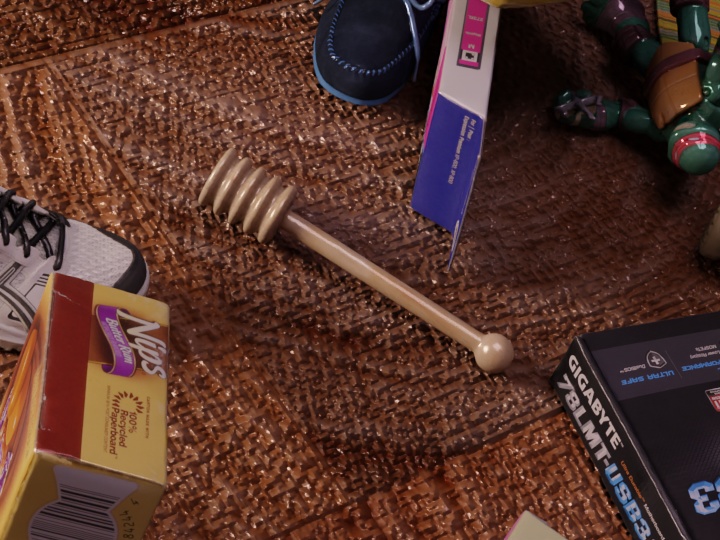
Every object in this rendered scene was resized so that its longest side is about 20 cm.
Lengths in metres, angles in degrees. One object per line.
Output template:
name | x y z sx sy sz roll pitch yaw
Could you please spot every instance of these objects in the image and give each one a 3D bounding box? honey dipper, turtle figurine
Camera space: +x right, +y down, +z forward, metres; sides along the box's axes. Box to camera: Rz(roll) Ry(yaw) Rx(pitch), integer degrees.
honey dipper | 0.000 0.000 1.065 0.199 0.038 0.038 33 45 0
turtle figurine | 0.198 -0.126 1.214 0.101 0.149 0.201 45 28 -38

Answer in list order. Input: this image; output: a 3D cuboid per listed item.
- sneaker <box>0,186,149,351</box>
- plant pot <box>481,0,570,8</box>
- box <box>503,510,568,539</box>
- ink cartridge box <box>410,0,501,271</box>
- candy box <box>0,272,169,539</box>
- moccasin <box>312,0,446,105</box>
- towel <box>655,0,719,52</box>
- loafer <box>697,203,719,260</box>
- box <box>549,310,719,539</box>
sneaker | -0.198 -0.018 0.951 0.198 0.088 0.076 9 46 -19
plant pot | 0.108 -0.294 1.126 0.194 0.202 0.194 -14 38 -38
box | 0.089 0.245 0.843 0.175 0.097 0.200 34 45 6
ink cartridge box | 0.060 -0.105 1.135 0.037 0.095 0.201 10 46 -2
candy box | -0.134 0.117 0.765 0.056 0.201 0.117 16 30 -15
moccasin | 0.020 -0.187 1.208 0.080 0.068 0.201 23 45 -2
towel | 0.254 -0.216 1.376 0.085 0.018 0.201 16 46 -12
loafer | 0.288 -0.058 1.219 0.067 0.076 0.200 37 56 10
box | 0.233 0.114 1.058 0.198 0.050 0.200 -6 53 -28
